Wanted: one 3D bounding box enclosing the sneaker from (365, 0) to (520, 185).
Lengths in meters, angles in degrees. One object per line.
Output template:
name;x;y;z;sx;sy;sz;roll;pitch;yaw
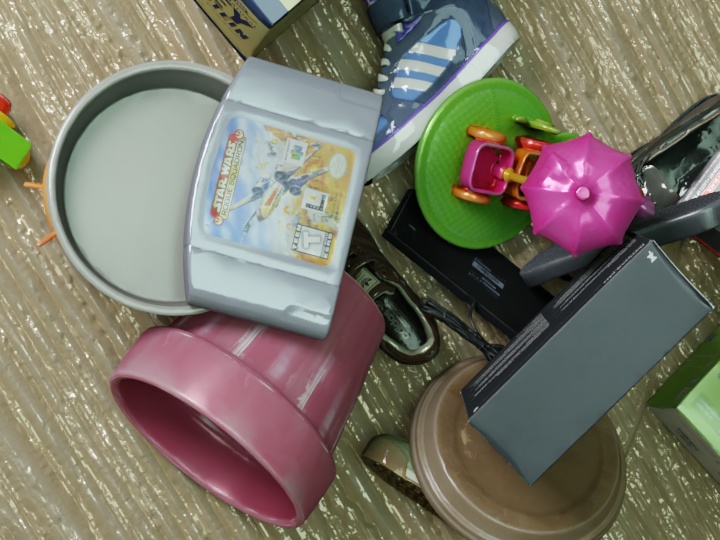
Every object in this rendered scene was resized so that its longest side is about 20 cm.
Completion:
sneaker;0.028;-0.190;1.446;0.200;0.081;0.146;-45;88;-5

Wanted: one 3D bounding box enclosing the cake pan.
cake pan;-0.148;-0.064;1.308;0.198;0.037;0.203;1;83;-11

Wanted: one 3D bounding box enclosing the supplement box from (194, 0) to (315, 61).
supplement box;-0.055;-0.298;1.366;0.200;0.200;0.135;-42;95;-8

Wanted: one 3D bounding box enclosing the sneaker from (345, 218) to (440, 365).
sneaker;0.000;0.000;1.432;0.200;0.076;0.071;44;82;-7

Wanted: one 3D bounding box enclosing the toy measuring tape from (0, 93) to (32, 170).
toy measuring tape;-0.343;-0.139;1.346;0.074;0.073;0.200;-57;139;-7

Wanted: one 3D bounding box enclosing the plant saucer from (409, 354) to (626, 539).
plant saucer;0.140;0.154;1.427;0.197;0.030;0.202;8;54;-11

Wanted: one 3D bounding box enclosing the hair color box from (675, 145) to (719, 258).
hair color box;0.375;-0.024;1.426;0.200;0.061;0.102;40;97;26

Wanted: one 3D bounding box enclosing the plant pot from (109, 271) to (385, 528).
plant pot;-0.078;0.083;1.369;0.200;0.200;0.180;40;67;-7

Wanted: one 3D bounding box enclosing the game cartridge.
game cartridge;-0.066;-0.059;1.289;0.132;0.041;0.203;15;80;-14

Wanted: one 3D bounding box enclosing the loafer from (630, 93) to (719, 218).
loafer;0.277;-0.088;1.490;0.072;0.063;0.200;45;82;-6

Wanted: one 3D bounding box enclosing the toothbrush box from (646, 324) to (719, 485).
toothbrush box;0.383;0.104;1.494;0.146;0.086;0.200;45;83;-5

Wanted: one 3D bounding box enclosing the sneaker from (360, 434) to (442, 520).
sneaker;0.102;0.181;1.457;0.199;0.067;0.090;33;74;-7

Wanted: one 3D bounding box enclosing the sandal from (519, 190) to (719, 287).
sandal;0.228;-0.015;1.430;0.198;0.076;0.043;-18;101;26

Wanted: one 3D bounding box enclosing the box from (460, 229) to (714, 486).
box;0.177;0.066;1.330;0.200;0.141;0.079;-45;91;5

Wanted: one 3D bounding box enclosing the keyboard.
keyboard;0.100;0.023;1.448;0.199;0.021;0.128;38;42;-7

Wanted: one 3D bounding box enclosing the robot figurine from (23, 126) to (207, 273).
robot figurine;-0.178;-0.067;1.381;0.197;0.117;0.146;-13;90;-10

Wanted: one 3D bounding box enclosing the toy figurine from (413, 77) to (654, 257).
toy figurine;0.173;-0.066;1.381;0.198;0.184;0.152;9;100;-33
